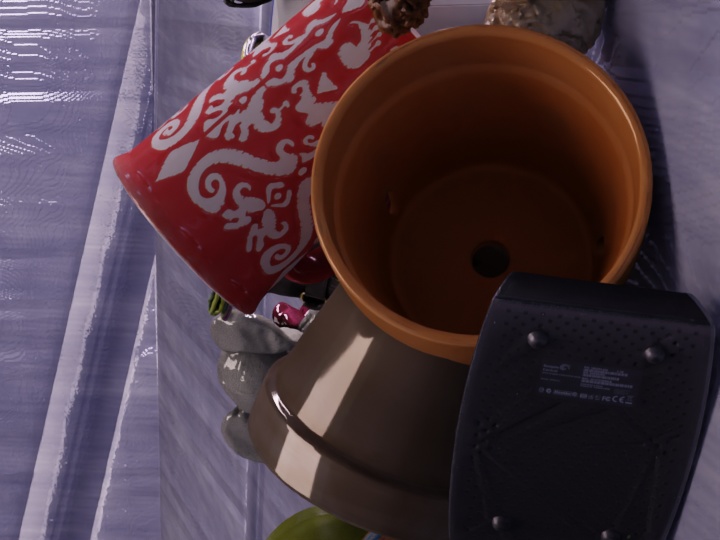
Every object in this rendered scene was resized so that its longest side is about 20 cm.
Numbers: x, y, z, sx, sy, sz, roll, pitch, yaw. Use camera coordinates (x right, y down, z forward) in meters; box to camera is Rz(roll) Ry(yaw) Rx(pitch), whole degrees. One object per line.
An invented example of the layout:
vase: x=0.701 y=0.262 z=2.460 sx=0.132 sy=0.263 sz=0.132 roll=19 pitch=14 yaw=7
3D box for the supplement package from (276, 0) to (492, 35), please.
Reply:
supplement package: x=0.024 y=-0.228 z=1.715 sx=0.191 sy=0.146 sz=0.201 roll=114 pitch=151 yaw=-64

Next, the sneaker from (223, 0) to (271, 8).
sneaker: x=-0.077 y=-0.223 z=1.705 sx=0.200 sy=0.075 sz=0.091 roll=-99 pitch=3 yaw=-63

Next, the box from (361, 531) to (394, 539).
box: x=0.048 y=0.268 z=1.710 sx=0.119 sy=0.041 sz=0.201 roll=-41 pitch=-57 yaw=-56

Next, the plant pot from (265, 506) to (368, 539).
plant pot: x=-0.011 y=0.280 z=1.874 sx=0.193 sy=0.199 sz=0.201 roll=-109 pitch=20 yaw=-69

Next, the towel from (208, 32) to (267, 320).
towel: x=-0.096 y=-0.074 z=1.880 sx=0.200 sy=0.023 sz=0.144 roll=107 pitch=167 yaw=-50

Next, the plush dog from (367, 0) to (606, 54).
plush dog: x=0.069 y=-0.230 z=1.444 sx=0.160 sy=0.171 sz=0.201 roll=130 pitch=137 yaw=-72

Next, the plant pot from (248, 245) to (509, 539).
plant pot: x=0.043 y=0.062 z=1.647 sx=0.200 sy=0.199 sz=0.174 roll=-115 pitch=43 yaw=-61

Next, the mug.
mug: x=-0.037 y=-0.086 z=1.551 sx=0.134 sy=0.200 sz=0.177 roll=49 pitch=-174 yaw=12

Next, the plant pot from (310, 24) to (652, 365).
plant pot: x=0.076 y=-0.029 z=1.452 sx=0.140 sy=0.199 sz=0.201 roll=73 pitch=-170 yaw=-70

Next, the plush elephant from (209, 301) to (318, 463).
plush elephant: x=-0.057 y=0.069 z=2.010 sx=0.200 sy=0.154 sz=0.165 roll=-111 pitch=23 yaw=-56

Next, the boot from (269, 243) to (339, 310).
boot: x=0.000 y=0.000 z=1.777 sx=0.200 sy=0.173 sz=0.070 roll=117 pitch=167 yaw=-67

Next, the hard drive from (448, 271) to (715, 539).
hard drive: x=0.122 y=0.085 z=1.357 sx=0.042 sy=0.134 sz=0.201 roll=-83 pitch=0 yaw=-48

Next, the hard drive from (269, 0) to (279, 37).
hard drive: x=-0.007 y=-0.183 z=1.902 sx=0.025 sy=0.131 sz=0.201 roll=-118 pitch=27 yaw=-48
